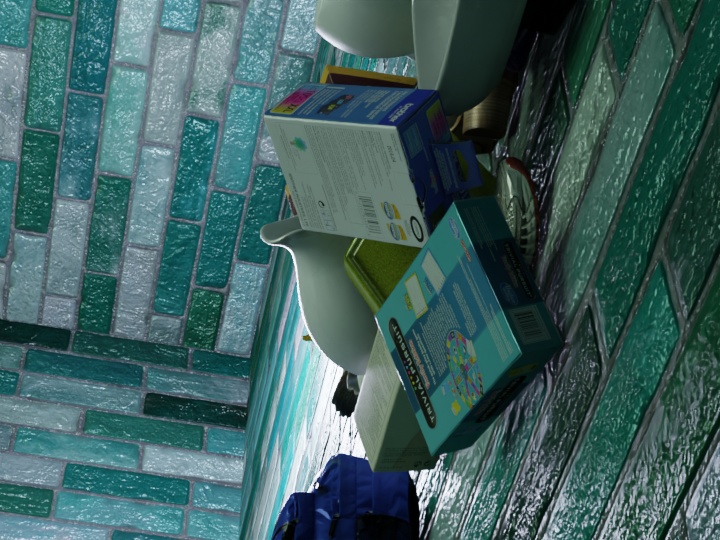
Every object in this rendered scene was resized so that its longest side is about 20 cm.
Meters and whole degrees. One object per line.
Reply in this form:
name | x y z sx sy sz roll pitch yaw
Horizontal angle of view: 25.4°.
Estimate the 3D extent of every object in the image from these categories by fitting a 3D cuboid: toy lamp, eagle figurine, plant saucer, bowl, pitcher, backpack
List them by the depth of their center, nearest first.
bowl | 0.104 -0.262 1.503 0.201 0.074 0.201 106 166 -47
toy lamp | 0.105 -0.175 1.588 0.201 0.058 0.058 -52 7 -3
plant saucer | 0.058 -0.028 1.618 0.201 0.048 0.200 -58 36 17
backpack | -0.016 0.305 1.792 0.163 0.166 0.201 117 165 -46
pitcher | 0.000 0.000 1.807 0.121 0.171 0.201 18 140 60
pitcher | 0.045 -0.296 1.896 0.172 0.198 0.122 113 165 -63
eagle figurine | -0.005 0.086 2.200 0.151 0.150 0.201 5 -122 -60

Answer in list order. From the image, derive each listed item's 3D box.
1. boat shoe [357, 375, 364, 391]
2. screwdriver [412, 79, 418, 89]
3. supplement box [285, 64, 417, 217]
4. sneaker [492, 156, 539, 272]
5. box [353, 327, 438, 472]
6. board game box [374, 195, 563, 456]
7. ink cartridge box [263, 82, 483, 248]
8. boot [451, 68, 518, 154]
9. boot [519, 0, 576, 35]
boat shoe | 0.039 0.105 1.960 0.062 0.072 0.201 47 -154 -39
screwdriver | 0.049 -0.168 1.760 0.200 0.028 0.029 -49 57 55
supplement box | 0.010 -0.111 1.981 0.201 0.132 0.198 -110 32 -49
sneaker | 0.116 -0.011 1.490 0.078 0.081 0.202 -98 19 -64
box | 0.057 0.115 1.721 0.095 0.077 0.201 -110 28 -46
board game box | 0.092 0.052 1.423 0.152 0.047 0.200 68 150 23
ink cartridge box | 0.020 -0.100 1.512 0.076 0.199 0.137 -43 -51 -35
boot | 0.123 -0.211 1.719 0.200 0.073 0.156 167 112 -69
boot | 0.177 -0.343 1.481 0.166 0.065 0.201 96 180 -48
